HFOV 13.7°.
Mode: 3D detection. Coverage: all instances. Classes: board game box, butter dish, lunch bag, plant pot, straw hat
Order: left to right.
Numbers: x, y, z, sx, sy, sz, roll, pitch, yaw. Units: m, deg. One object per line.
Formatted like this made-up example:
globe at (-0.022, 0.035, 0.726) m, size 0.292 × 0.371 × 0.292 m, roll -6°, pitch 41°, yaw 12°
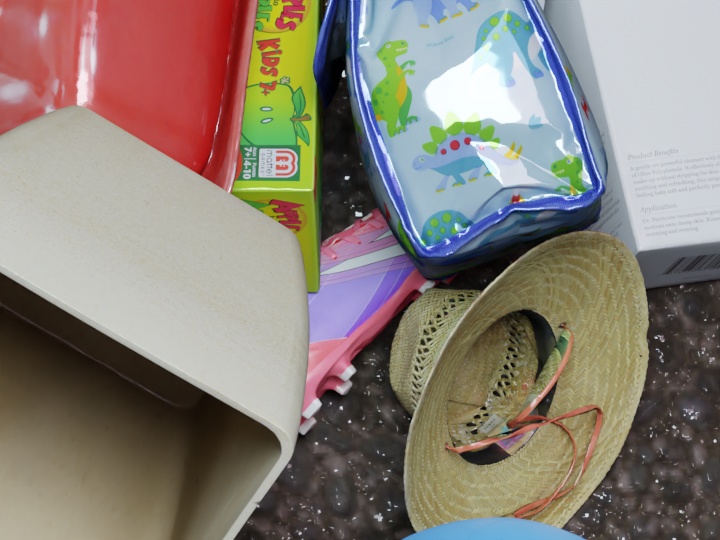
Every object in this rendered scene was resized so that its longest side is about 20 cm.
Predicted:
butter dish at (-0.158, -0.112, 1.517) m, size 0.148 × 0.200 × 0.200 m, roll 23°, pitch 65°, yaw -37°
plant pot at (-0.133, 0.041, 1.406) m, size 0.200 × 0.200 × 0.177 m, roll 30°, pitch 37°, yaw -5°
board game box at (-0.044, -0.100, 1.584) m, size 0.047 × 0.102 × 0.200 m, roll 0°, pitch 59°, yaw 2°
lunch bag at (0.041, -0.104, 1.506) m, size 0.127 × 0.170 × 0.200 m, roll -18°, pitch 86°, yaw 0°
straw hat at (0.061, 0.054, 1.579) m, size 0.085 × 0.201 × 0.201 m, roll 30°, pitch 62°, yaw 37°

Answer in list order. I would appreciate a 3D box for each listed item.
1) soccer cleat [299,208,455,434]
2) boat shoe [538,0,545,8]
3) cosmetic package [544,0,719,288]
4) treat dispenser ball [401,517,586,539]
soccer cleat at (0.000, 0.000, 1.611) m, size 0.076 × 0.067 × 0.200 m, roll 40°, pitch 70°, yaw 6°
boat shoe at (0.054, -0.162, 1.632) m, size 0.091 × 0.071 × 0.201 m, roll 15°, pitch 97°, yaw -37°
cosmetic package at (0.168, -0.098, 1.673) m, size 0.107 × 0.085 × 0.200 m, roll -6°, pitch 73°, yaw -17°
treat dispenser ball at (0.066, 0.223, 1.479) m, size 0.200 × 0.201 × 0.201 m, roll 4°, pitch 71°, yaw -13°
